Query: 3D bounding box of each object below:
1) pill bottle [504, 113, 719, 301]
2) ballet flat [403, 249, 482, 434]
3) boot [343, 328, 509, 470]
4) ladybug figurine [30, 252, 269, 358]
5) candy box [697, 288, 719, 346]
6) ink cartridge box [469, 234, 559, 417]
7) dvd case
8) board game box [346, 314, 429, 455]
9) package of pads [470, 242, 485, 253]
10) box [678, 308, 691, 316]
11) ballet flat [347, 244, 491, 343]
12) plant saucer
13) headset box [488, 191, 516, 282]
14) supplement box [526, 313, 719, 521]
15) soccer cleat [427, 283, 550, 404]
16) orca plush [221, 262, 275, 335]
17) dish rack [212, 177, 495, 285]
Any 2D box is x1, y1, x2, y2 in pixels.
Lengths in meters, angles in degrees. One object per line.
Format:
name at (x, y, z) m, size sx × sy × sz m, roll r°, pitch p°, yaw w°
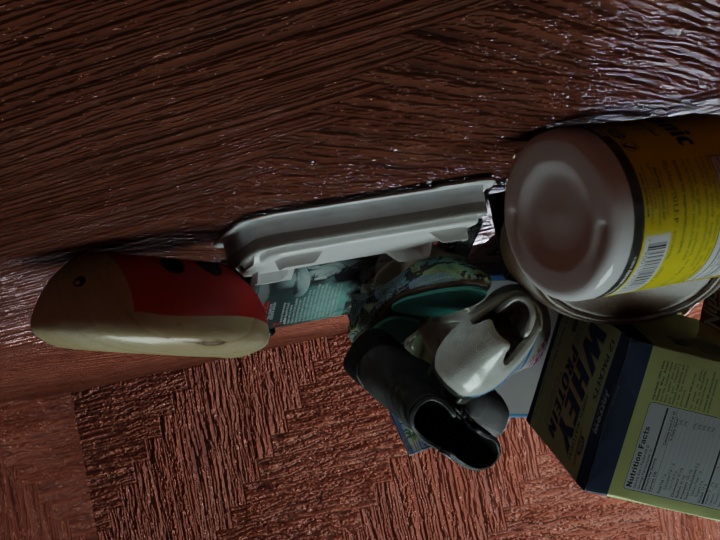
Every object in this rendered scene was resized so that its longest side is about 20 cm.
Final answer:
pill bottle at (0.202, -0.046, 1.086) m, size 0.200 × 0.112 × 0.111 m, roll -8°, pitch 175°, yaw -35°
ballet flat at (0.072, 0.073, 1.497) m, size 0.072 × 0.072 × 0.200 m, roll -9°, pitch 136°, yaw -23°
boot at (0.080, 0.131, 1.406) m, size 0.200 × 0.070 × 0.132 m, roll 25°, pitch -168°, yaw -40°
ladybug figurine at (-0.152, 0.026, 1.239) m, size 0.200 × 0.072 × 0.136 m, roll 6°, pitch 177°, yaw -44°
candy box at (0.367, -0.022, 1.409) m, size 0.055 × 0.116 × 0.200 m, roll 28°, pitch -139°, yaw 31°
ink cartridge box at (0.186, 0.046, 1.639) m, size 0.146 × 0.146 × 0.200 m, roll -2°, pitch -167°, yaw 22°
dvd case at (0.000, 0.000, 1.469) m, size 0.200 × 0.022 × 0.146 m, roll -12°, pitch 156°, yaw -14°
board game box at (0.024, 0.054, 1.650) m, size 0.062 × 0.200 × 0.200 m, roll -22°, pitch -162°, yaw -2°
package of pads at (0.114, 0.034, 1.867) m, size 0.200 × 0.121 × 0.076 m, roll -11°, pitch -179°, yaw -11°
box at (0.319, -0.030, 1.477) m, size 0.119 × 0.041 × 0.200 m, roll -56°, pitch 175°, yaw -12°
ballet flat at (0.044, 0.013, 1.398) m, size 0.074 × 0.074 × 0.200 m, roll -9°, pitch 167°, yaw -33°
plant saucer at (0.210, -0.016, 1.292) m, size 0.200 × 0.032 × 0.200 m, roll 0°, pitch 139°, yaw 0°
headset box at (0.198, -0.038, 1.430) m, size 0.148 × 0.075 × 0.200 m, roll -12°, pitch 176°, yaw 11°
supplement box at (0.277, 0.120, 1.438) m, size 0.199 × 0.135 × 0.200 m, roll 14°, pitch -171°, yaw -11°
soccer cleat at (0.128, 0.047, 1.371) m, size 0.086 × 0.070 × 0.200 m, roll -47°, pitch 175°, yaw 31°
orca plush at (-0.100, 0.029, 1.561) m, size 0.105 × 0.071 × 0.200 m, roll -13°, pitch 176°, yaw 20°
dish rack at (-0.005, -0.026, 1.273) m, size 0.200 × 0.044 × 0.172 m, roll -9°, pitch 176°, yaw -16°
